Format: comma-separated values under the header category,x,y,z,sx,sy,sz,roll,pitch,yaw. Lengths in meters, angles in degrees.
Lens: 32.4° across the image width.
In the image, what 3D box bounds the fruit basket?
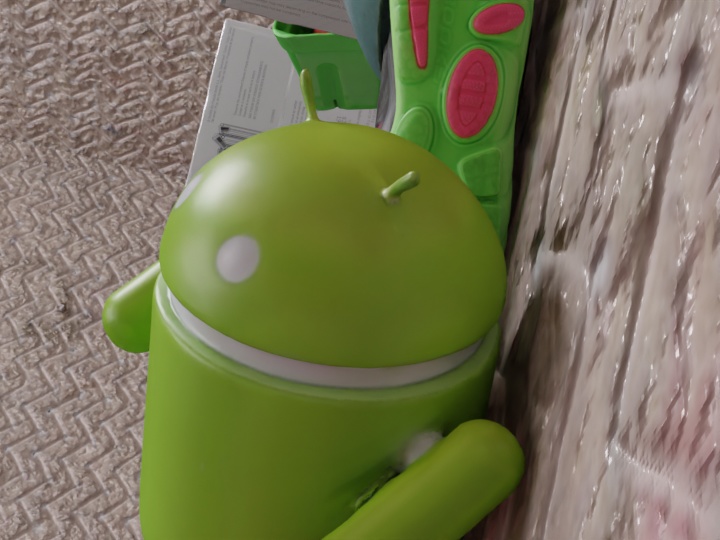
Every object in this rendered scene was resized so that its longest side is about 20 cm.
category,x,y,z,sx,sy,sz,roll,pitch,yaw
fruit basket,0.012,-0.262,1.040,0.216,0.154,0.218,-1,-90,-81

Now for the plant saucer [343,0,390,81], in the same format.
category,x,y,z,sx,sy,sz,roll,pitch,yaw
plant saucer,0.037,-0.180,0.560,0.201,0.036,0.201,90,-154,-57

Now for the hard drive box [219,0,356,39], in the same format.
category,x,y,z,sx,sy,sz,roll,pitch,yaw
hard drive box,0.012,-0.243,0.738,0.077,0.154,0.202,-83,7,-69

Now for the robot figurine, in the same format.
category,x,y,z,sx,sy,sz,roll,pitch,yaw
robot figurine,-0.015,0.041,0.420,0.175,0.115,0.202,44,134,47

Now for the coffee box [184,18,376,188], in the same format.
category,x,y,z,sx,sy,sz,roll,pitch,yaw
coffee box,-0.075,-0.119,1.356,0.198,0.198,0.202,110,172,-69

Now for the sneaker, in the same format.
category,x,y,z,sx,sy,sz,roll,pitch,yaw
sneaker,0.033,-0.045,0.504,0.084,0.076,0.202,5,-78,-78
